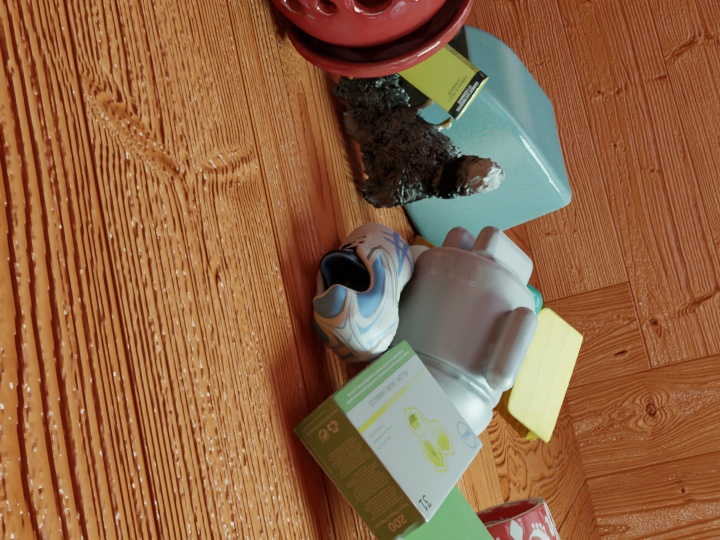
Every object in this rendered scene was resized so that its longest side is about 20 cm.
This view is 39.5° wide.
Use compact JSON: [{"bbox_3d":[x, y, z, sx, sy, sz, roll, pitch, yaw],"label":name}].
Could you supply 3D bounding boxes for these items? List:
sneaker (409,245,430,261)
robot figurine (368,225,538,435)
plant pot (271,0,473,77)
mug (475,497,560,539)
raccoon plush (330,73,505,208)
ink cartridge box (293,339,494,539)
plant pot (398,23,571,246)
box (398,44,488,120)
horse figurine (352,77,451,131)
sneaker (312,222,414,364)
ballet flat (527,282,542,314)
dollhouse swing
[{"bbox_3d":[0.057,0.043,0.974,0.085,0.072,0.202,52,25,-47],"label":"sneaker"},{"bbox_3d":[0.076,0.062,0.849,0.112,0.169,0.202,36,69,-29],"label":"robot figurine"},{"bbox_3d":[-0.001,-0.282,0.836,0.183,0.197,0.203,67,14,-56],"label":"plant pot"},{"bbox_3d":[0.151,0.346,1.011,0.132,0.177,0.203,-14,84,-39],"label":"mug"},{"bbox_3d":[0.059,-0.144,0.984,0.096,0.198,0.136,-31,108,-41],"label":"raccoon plush"},{"bbox_3d":[0.053,0.158,0.711,0.201,0.048,0.145,52,24,5],"label":"ink cartridge box"},{"bbox_3d":[0.121,-0.176,1.229,0.200,0.194,0.198,48,29,-42],"label":"plant pot"},{"bbox_3d":[0.034,-0.230,0.985,0.199,0.050,0.075,39,17,-1],"label":"box"},{"bbox_3d":[0.032,-0.213,1.078,0.050,0.130,0.204,-46,133,-77],"label":"horse figurine"},{"bbox_3d":[0.000,0.000,0.811,0.073,0.071,0.201,60,15,-20],"label":"sneaker"},{"bbox_3d":[0.127,0.079,1.013,0.201,0.069,0.068,117,-16,-48],"label":"ballet flat"},{"bbox_3d":[0.133,0.077,1.184,0.200,0.173,0.185,-136,-119,-71],"label":"dollhouse swing"}]
